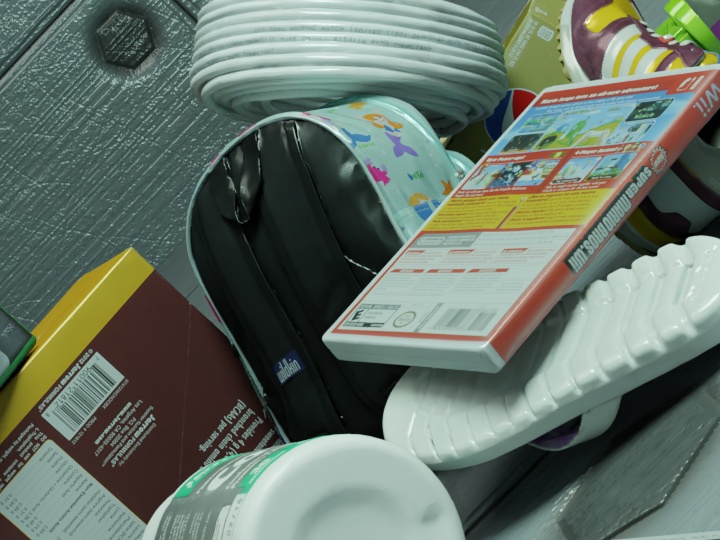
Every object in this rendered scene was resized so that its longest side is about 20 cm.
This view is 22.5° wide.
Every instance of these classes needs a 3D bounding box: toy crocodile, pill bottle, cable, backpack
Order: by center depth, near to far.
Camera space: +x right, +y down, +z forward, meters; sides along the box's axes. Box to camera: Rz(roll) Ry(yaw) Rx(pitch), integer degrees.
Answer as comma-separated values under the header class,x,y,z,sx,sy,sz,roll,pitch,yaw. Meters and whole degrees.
class,x,y,z,sx,sy,sz,roll,pitch,yaw
pill bottle,-0.038,0.142,0.879,0.113,0.113,0.200,-51,11,-22
backpack,0.000,0.000,1.047,0.150,0.200,0.177,-28,-9,-48
cable,-0.005,-0.129,1.128,0.200,0.200,0.069,-6,80,64
toy crocodile,0.201,-0.128,1.137,0.068,0.062,0.200,-45,5,12

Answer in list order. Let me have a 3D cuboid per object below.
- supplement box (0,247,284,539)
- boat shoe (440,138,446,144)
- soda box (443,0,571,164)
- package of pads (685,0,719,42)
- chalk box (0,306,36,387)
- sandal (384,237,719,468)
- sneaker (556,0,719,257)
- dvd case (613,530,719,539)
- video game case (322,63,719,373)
class,x,y,z,sx,sy,sz,roll,pitch,yaw
supplement box,-0.147,0.130,1.125,0.197,0.200,0.133,-50,11,-20
boat shoe,0.045,-0.036,1.391,0.200,0.073,0.063,-55,13,17
soda box,0.095,-0.088,1.233,0.200,0.064,0.068,-60,3,26
package of pads,0.210,-0.068,0.563,0.068,0.155,0.200,-46,9,-16
chalk box,-0.284,0.059,1.038,0.200,0.124,0.124,-39,13,38
sandal,0.097,0.052,0.845,0.202,0.050,0.083,-25,35,32
sneaker,0.169,-0.100,0.993,0.090,0.075,0.200,-37,42,32
dvd case,0.101,0.099,0.465,0.150,0.025,0.200,-3,5,-10
video game case,0.082,-0.027,0.903,0.200,0.017,0.143,-48,23,-22
